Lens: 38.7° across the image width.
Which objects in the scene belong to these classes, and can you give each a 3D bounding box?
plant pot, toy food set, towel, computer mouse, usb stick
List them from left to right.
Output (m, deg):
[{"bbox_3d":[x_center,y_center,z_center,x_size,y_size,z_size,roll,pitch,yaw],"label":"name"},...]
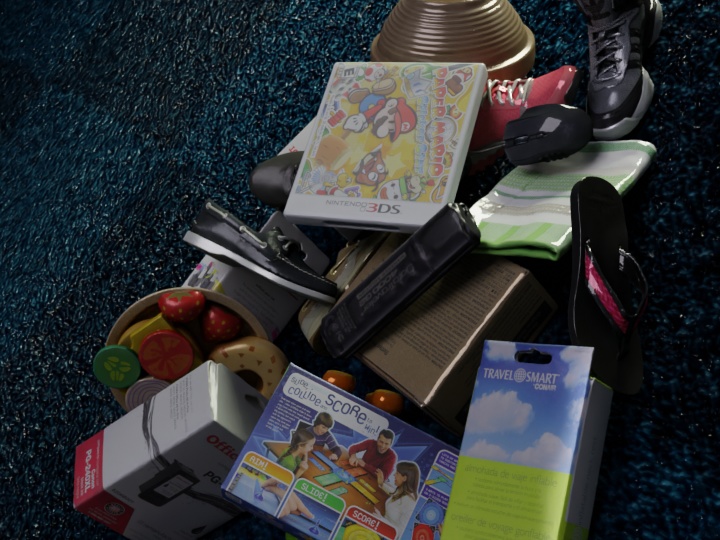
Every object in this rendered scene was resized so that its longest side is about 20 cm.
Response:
[{"bbox_3d":[-0.191,0.112,1.146,0.197,0.201,0.049,-33,26,12],"label":"toy food set"},{"bbox_3d":[0.036,0.012,0.998,0.200,0.032,0.056,-43,56,23],"label":"usb stick"},{"bbox_3d":[0.107,-0.289,1.208,0.197,0.094,0.202,-4,34,3],"label":"plant pot"},{"bbox_3d":[0.140,-0.129,1.055,0.197,0.034,0.060,-12,91,22],"label":"computer mouse"},{"bbox_3d":[0.186,-0.076,1.013,0.148,0.031,0.200,4,34,44],"label":"towel"}]

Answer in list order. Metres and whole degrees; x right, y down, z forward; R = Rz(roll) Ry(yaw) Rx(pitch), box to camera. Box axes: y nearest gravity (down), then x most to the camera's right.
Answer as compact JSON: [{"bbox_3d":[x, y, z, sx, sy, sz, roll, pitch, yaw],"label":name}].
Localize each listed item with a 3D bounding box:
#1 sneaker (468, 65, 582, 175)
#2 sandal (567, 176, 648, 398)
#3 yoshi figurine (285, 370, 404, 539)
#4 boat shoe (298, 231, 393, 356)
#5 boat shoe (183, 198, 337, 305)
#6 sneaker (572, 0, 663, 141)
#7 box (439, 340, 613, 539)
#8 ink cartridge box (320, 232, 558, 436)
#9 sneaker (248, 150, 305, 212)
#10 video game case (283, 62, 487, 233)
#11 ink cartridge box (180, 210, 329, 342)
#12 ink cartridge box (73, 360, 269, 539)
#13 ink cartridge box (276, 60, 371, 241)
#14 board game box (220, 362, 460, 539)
[{"bbox_3d":[0.150,-0.173,1.108,0.199,0.087,0.074,-29,29,47],"label":"sneaker"},{"bbox_3d":[0.220,0.009,0.900,0.045,0.074,0.203,-25,62,56],"label":"sandal"},{"bbox_3d":[-0.022,0.203,0.981,0.111,0.112,0.203,6,70,34],"label":"yoshi figurine"},{"bbox_3d":[0.000,0.000,1.154,0.200,0.074,0.066,-48,44,0],"label":"boat shoe"},{"bbox_3d":[-0.105,-0.022,1.129,0.198,0.076,0.061,24,84,17],"label":"boat shoe"},{"bbox_3d":[0.260,-0.241,1.080,0.075,0.114,0.202,-6,54,40],"label":"sneaker"},{"bbox_3d":[0.142,0.166,0.877,0.121,0.047,0.203,0,70,43],"label":"box"},{"bbox_3d":[0.075,0.047,1.043,0.165,0.075,0.199,-51,39,-4],"label":"ink cartridge box"},{"bbox_3d":[-0.034,-0.104,1.150,0.197,0.091,0.077,0,87,12],"label":"sneaker"},{"bbox_3d":[0.027,-0.134,1.080,0.179,0.023,0.203,5,64,25],"label":"video game case"},{"bbox_3d":[-0.141,0.029,1.229,0.201,0.115,0.068,-53,38,-8],"label":"ink cartridge box"},{"bbox_3d":[-0.185,0.206,1.098,0.199,0.145,0.084,-32,40,18],"label":"ink cartridge box"},{"bbox_3d":[0.008,-0.157,1.269,0.200,0.084,0.145,-44,39,5],"label":"ink cartridge box"},{"bbox_3d":[-0.008,0.188,0.928,0.198,0.035,0.136,26,64,8],"label":"board game box"}]
